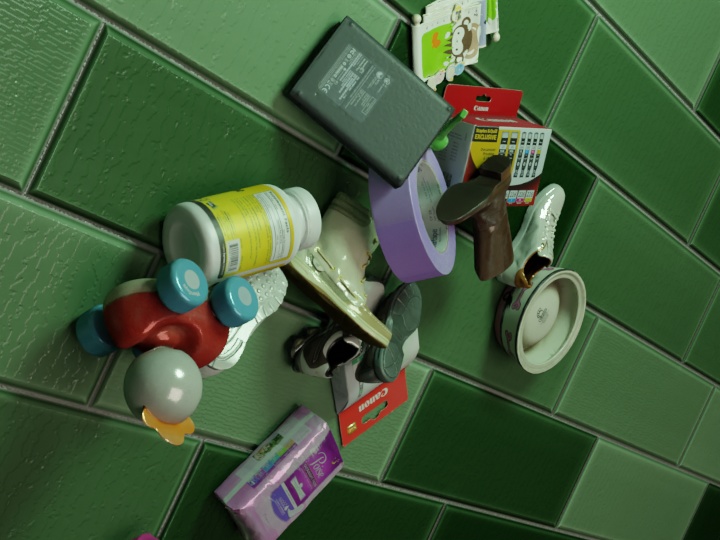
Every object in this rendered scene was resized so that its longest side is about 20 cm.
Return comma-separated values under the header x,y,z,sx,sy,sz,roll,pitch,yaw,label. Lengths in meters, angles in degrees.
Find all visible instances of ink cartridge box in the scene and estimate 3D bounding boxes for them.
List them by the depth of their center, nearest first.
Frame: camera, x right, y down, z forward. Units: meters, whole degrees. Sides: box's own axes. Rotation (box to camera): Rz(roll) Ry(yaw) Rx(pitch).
x,y,z,sx,sy,sz,roll,pitch,yaw,label
0.207,-0.197,1.874,0.198,0.083,0.178,-5,113,-44,ink cartridge box
0.028,0.176,1.900,0.160,0.050,0.202,-31,127,-32,ink cartridge box

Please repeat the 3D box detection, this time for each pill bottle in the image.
x,y,z,sx,sy,sz,roll,pitch,yaw,label
-0.152,-0.050,1.547,0.198,0.112,0.114,-17,121,-41,pill bottle

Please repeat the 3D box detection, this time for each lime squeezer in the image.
x,y,z,sx,sy,sz,roll,pitch,yaw,label
0.113,-0.213,1.721,0.037,0.200,0.072,14,101,-8,lime squeezer

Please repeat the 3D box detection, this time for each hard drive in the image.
x,y,z,sx,sy,sz,roll,pitch,yaw,label
0.016,-0.229,1.609,0.199,0.033,0.140,39,78,-10,hard drive

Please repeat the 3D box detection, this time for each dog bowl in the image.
x,y,z,sx,sy,sz,roll,pitch,yaw,label
0.323,0.081,2.144,0.199,0.073,0.203,-23,125,-37,dog bowl

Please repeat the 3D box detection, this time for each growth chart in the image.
x,y,z,sx,sy,sz,roll,pitch,yaw,label
0.144,-0.359,1.779,0.199,0.018,0.146,-36,133,-28,growth chart

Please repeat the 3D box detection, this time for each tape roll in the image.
x,y,z,sx,sy,sz,roll,pitch,yaw,label
0.078,-0.087,1.726,0.200,0.065,0.203,-11,90,-69,tape roll

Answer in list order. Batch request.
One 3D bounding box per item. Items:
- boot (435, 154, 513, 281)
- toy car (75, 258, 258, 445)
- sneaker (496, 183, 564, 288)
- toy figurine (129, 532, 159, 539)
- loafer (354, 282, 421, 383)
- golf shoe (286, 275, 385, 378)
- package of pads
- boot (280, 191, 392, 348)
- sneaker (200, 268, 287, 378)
x,y,z,sx,sy,sz,roll,pitch,yaw,label
0.181,-0.050,1.808,0.186,0.064,0.202,-38,139,-36,boot
-0.229,0.121,1.435,0.176,0.183,0.203,21,52,-50,toy car
0.321,-0.055,2.067,0.073,0.084,0.202,37,80,-47,sneaker
-0.294,0.459,1.657,0.200,0.148,0.187,-18,115,-65,toy figurine
0.039,0.092,1.804,0.072,0.062,0.201,56,36,-28,loafer
-0.016,0.093,1.777,0.200,0.094,0.078,-45,135,-23,golf shoe
-0.120,0.317,1.792,0.200,0.075,0.121,-44,138,-23,package of pads
0.000,0.000,1.708,0.200,0.072,0.155,42,70,-7,boot
-0.174,0.065,1.620,0.076,0.080,0.201,42,53,-6,sneaker
